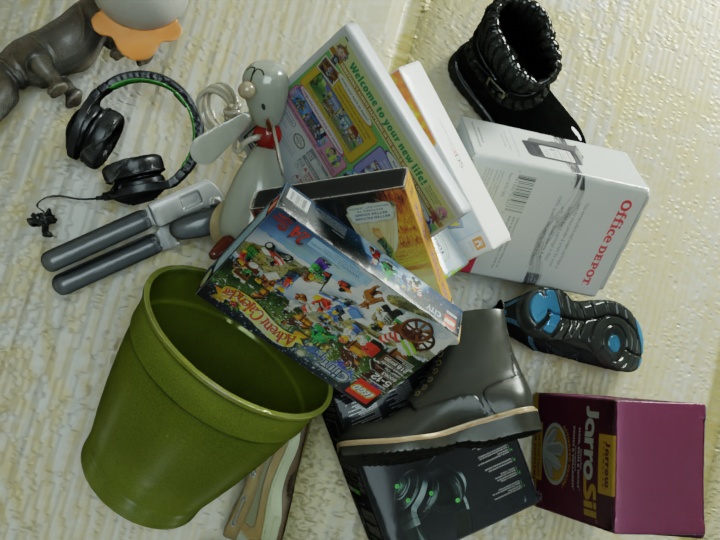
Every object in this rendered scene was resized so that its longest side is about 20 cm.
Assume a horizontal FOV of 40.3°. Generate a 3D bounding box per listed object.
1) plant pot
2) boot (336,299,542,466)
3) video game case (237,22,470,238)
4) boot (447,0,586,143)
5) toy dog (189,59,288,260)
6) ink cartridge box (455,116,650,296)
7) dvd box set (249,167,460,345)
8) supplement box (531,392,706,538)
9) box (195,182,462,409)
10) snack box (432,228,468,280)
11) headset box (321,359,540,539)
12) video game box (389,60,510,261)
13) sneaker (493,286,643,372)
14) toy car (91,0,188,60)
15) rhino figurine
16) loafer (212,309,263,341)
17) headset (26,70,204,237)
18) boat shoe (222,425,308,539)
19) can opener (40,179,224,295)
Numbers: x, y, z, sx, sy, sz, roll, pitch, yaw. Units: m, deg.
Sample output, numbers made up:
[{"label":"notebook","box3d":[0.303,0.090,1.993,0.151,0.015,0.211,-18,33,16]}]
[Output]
[{"label":"plant pot","box3d":[-0.161,0.134,0.923,0.200,0.200,0.193,34,109,-9]},{"label":"boot","box3d":[0.065,0.111,0.965,0.199,0.077,0.139,-8,72,-13]},{"label":"video game case","box3d":[-0.014,-0.097,0.924,0.022,0.182,0.200,-27,85,-51]},{"label":"boot","box3d":[0.190,-0.189,1.060,0.211,0.158,0.079,42,75,-6]},{"label":"toy dog","box3d":[-0.111,-0.087,0.921,0.096,0.131,0.201,-29,108,-52]},{"label":"ink cartridge box","box3d":[0.184,-0.066,1.054,0.199,0.084,0.146,10,125,-14]},{"label":"dvd box set","box3d":[0.000,0.000,0.904,0.146,0.200,0.029,-6,42,18]},{"label":"supplement box","box3d":[0.263,0.197,1.025,0.103,0.200,0.132,5,83,-13]},{"label":"box","box3d":[-0.028,0.029,0.878,0.200,0.137,0.038,35,37,-15]},{"label":"snack box","box3d":[-0.003,-0.054,0.982,0.053,0.142,0.200,-30,87,-48]},{"label":"headset box","box3d":[0.072,0.192,1.033,0.174,0.093,0.201,-21,91,-15]},{"label":"video game box","box3d":[0.033,-0.082,1.007,0.047,0.182,0.201,-31,93,-51]},{"label":"sneaker","box3d":[0.237,0.065,1.101,0.199,0.082,0.074,22,70,-30]},{"label":"toy car","box3d":[-0.230,-0.302,0.943,0.176,0.184,0.201,3,77,-14]},{"label":"rhino figurine","box3d":[-0.316,-0.207,0.988,0.200,0.060,0.088,-34,74,-13]},{"label":"loafer","box3d":[-0.061,0.050,1.023,0.200,0.068,0.071,19,98,-8]},{"label":"headset","box3d":[-0.249,-0.113,0.980,0.200,0.094,0.124,-42,95,0]},{"label":"boat shoe","box3d":[-0.098,0.184,1.009,0.076,0.072,0.201,13,82,-1]},{"label":"can opener","box3d":[-0.223,-0.036,0.996,0.199,0.066,0.053,-25,104,-15]}]
